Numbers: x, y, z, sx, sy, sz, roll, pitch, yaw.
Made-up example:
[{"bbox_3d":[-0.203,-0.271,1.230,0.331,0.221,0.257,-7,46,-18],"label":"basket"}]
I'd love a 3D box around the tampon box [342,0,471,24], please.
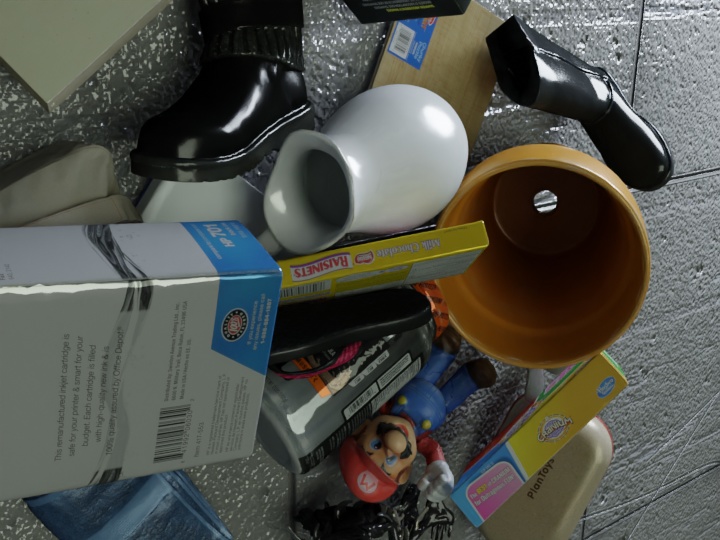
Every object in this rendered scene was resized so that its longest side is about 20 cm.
[{"bbox_3d":[0.019,-0.320,0.697,0.200,0.125,0.152,42,70,-39],"label":"tampon box"}]

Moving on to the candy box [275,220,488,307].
[{"bbox_3d":[0.000,0.000,0.733,0.195,0.102,0.027,-11,81,-7],"label":"candy box"}]

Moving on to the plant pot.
[{"bbox_3d":[0.177,-0.038,0.881,0.184,0.195,0.205,-61,149,-63],"label":"plant pot"}]

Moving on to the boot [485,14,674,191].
[{"bbox_3d":[0.223,-0.163,0.905,0.066,0.167,0.198,-44,148,25],"label":"boot"}]

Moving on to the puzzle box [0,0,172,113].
[{"bbox_3d":[-0.184,-0.222,0.602,0.133,0.025,0.200,45,74,-6],"label":"puzzle box"}]

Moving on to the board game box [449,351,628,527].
[{"bbox_3d":[0.182,0.160,0.910,0.200,0.040,0.153,-46,170,9],"label":"board game box"}]

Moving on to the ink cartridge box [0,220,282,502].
[{"bbox_3d":[-0.161,0.052,0.568,0.196,0.086,0.149,-3,119,-30],"label":"ink cartridge box"}]

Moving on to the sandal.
[{"bbox_3d":[-0.031,0.058,0.724,0.196,0.075,0.046,-9,117,-23],"label":"sandal"}]

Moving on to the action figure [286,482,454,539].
[{"bbox_3d":[0.010,0.280,0.917,0.197,0.117,0.105,-2,89,-46],"label":"action figure"}]

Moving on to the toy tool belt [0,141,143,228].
[{"bbox_3d":[-0.238,0.007,0.618,0.199,0.124,0.125,-36,116,-23],"label":"toy tool belt"}]

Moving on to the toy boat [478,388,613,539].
[{"bbox_3d":[0.214,0.239,1.079,0.203,0.129,0.131,-63,168,9],"label":"toy boat"}]

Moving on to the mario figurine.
[{"bbox_3d":[0.058,0.148,0.908,0.200,0.122,0.107,-47,137,-24],"label":"mario figurine"}]

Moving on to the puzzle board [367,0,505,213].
[{"bbox_3d":[0.066,-0.170,0.873,0.149,0.017,0.204,17,93,-40],"label":"puzzle board"}]

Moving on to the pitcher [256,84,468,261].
[{"bbox_3d":[-0.006,-0.071,0.763,0.122,0.171,0.199,53,41,6],"label":"pitcher"}]

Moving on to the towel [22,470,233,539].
[{"bbox_3d":[-0.197,0.207,0.768,0.111,0.048,0.202,-41,127,-20],"label":"towel"}]

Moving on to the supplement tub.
[{"bbox_3d":[-0.019,0.076,0.818,0.199,0.122,0.124,-39,126,-23],"label":"supplement tub"}]

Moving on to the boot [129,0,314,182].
[{"bbox_3d":[-0.105,-0.164,0.666,0.211,0.078,0.161,-45,137,-56],"label":"boot"}]

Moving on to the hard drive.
[{"bbox_3d":[-0.152,0.009,0.750,0.131,0.025,0.203,36,82,-41],"label":"hard drive"}]

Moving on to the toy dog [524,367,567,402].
[{"bbox_3d":[0.198,0.086,1.022,0.096,0.134,0.199,-34,132,29],"label":"toy dog"}]
